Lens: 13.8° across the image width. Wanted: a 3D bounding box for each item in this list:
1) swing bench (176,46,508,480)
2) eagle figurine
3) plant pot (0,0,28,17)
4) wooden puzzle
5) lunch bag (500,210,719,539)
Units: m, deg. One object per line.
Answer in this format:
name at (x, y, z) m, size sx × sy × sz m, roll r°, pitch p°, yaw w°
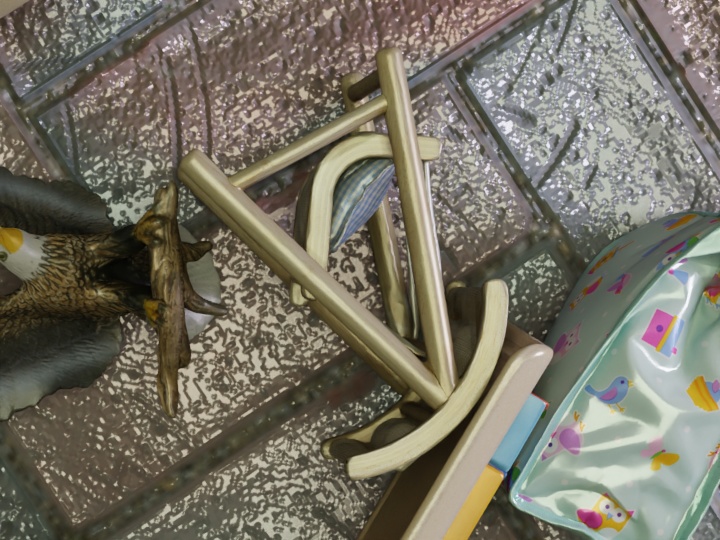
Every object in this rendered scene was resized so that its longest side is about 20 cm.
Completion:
swing bench at (0.000, 0.000, 1.628) m, size 0.130 × 0.199 × 0.200 m, roll -28°, pitch 93°, yaw -5°
eagle figurine at (-0.185, 0.005, 1.649) m, size 0.200 × 0.152 × 0.151 m, roll -6°, pitch 125°, yaw 23°
plant pot at (-0.223, -0.212, 1.624) m, size 0.200 × 0.200 × 0.135 m, roll 18°, pitch 112°, yaw -6°
wooden puzzle at (0.047, 0.116, 1.627) m, size 0.037 × 0.200 × 0.185 m, roll 31°, pitch 91°, yaw -4°
lunch bag at (0.164, 0.057, 1.658) m, size 0.122 × 0.170 × 0.200 m, roll 29°, pitch 90°, yaw -4°
